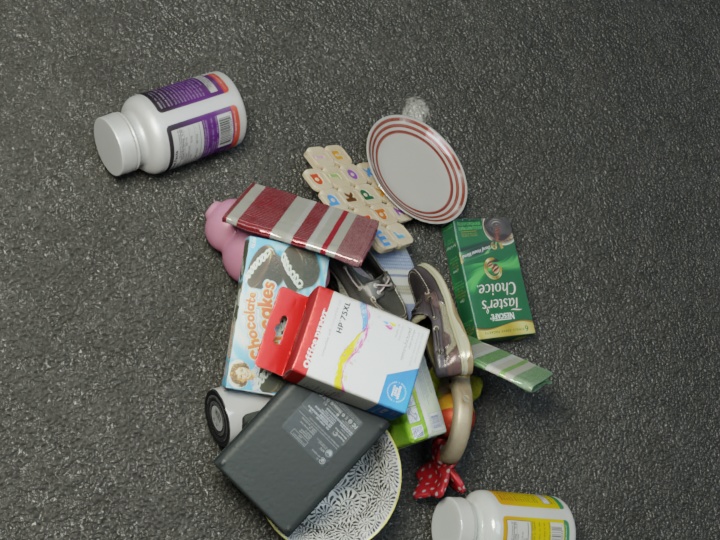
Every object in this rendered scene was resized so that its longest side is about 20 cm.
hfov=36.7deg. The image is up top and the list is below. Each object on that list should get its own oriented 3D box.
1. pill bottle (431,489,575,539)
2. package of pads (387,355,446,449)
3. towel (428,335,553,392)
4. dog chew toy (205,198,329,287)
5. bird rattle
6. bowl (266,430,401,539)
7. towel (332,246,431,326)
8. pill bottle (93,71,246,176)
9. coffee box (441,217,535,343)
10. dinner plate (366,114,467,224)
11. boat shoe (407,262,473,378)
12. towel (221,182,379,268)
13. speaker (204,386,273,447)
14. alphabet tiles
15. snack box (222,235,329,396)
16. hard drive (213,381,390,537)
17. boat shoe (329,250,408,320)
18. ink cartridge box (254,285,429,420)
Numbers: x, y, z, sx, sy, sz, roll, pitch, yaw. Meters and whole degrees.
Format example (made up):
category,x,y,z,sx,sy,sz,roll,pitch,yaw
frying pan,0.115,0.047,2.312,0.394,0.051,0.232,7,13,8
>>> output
category,x,y,z,sx,sy,sz,roll,pitch,yaw
pill bottle,0.209,0.384,1.603,0.197,0.112,0.115,10,69,-26
package of pads,0.040,0.173,1.525,0.067,0.200,0.157,-13,79,-24
towel,0.182,0.131,1.615,0.197,0.152,0.024,23,100,21
dog chew toy,-0.139,-0.023,1.543,0.200,0.125,0.125,42,59,-2
bird rattle,0.123,0.228,1.588,0.111,0.164,0.203,15,56,-4
bowl,-0.048,0.275,1.490,0.196,0.094,0.205,0,91,-9
towel,0.022,0.010,1.633,0.144,0.024,0.202,1,50,-28
pill bottle,-0.269,-0.202,1.530,0.198,0.111,0.113,-24,86,-33
coffee box,0.208,0.016,1.764,0.121,0.044,0.204,-2,75,-30
dinner plate,0.089,-0.160,1.752,0.197,0.024,0.203,18,54,-26
boat shoe,0.102,0.070,1.553,0.064,0.073,0.202,-10,51,-16
towel,-0.079,-0.063,1.494,0.196,0.023,0.144,18,25,5
speaker,-0.112,0.181,1.511,0.197,0.081,0.083,-11,79,-32
alphabet tiles,-0.003,-0.111,1.652,0.201,0.015,0.195,53,30,13
snack box,-0.113,0.065,1.454,0.114,0.037,0.204,10,84,-16
hard drive,-0.076,0.226,1.422,0.140,0.033,0.200,45,84,-6
boat shoe,0.000,0.000,1.570,0.200,0.057,0.066,46,44,16
ink cartridge box,-0.024,0.099,1.385,0.197,0.067,0.118,21,72,-10
